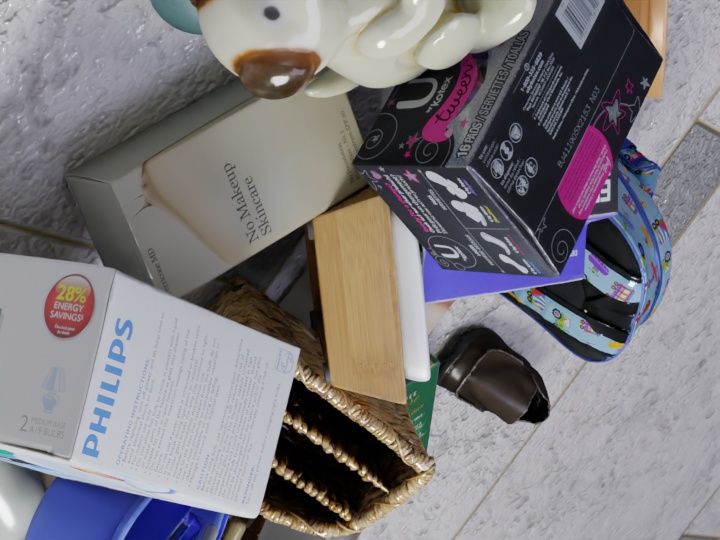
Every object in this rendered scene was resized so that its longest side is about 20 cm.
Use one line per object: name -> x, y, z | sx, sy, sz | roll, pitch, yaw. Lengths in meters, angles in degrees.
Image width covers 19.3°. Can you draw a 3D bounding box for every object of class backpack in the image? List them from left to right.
backpack -> 0.196, -0.029, 1.864 | 0.134, 0.200, 0.183 | -25, 144, -35

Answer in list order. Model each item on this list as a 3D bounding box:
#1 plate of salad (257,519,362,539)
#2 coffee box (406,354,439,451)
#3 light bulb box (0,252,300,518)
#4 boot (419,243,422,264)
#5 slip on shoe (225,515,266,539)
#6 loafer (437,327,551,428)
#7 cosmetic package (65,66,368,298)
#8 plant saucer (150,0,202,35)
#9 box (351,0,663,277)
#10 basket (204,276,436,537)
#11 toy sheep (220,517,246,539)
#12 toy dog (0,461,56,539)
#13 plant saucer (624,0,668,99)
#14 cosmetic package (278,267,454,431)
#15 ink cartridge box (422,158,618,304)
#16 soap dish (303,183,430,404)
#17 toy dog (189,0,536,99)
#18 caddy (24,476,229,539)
plate of salad -> -0.035, 0.226, 1.819 | 0.048, 0.200, 0.201 | 31, 102, -21
coffee box -> 0.012, 0.165, 2.013 | 0.123, 0.044, 0.201 | -33, 149, -27
light bulb box -> -0.184, 0.074, 1.412 | 0.200, 0.197, 0.126 | 25, 75, -52
boot -> 0.088, -0.109, 1.687 | 0.204, 0.073, 0.155 | -68, 172, -52
slip on shoe -> -0.142, 0.254, 1.900 | 0.200, 0.076, 0.060 | -44, -161, -32
loafer -> 0.142, 0.110, 2.097 | 0.073, 0.071, 0.200 | -53, 152, 10
cosmetic package -> -0.097, -0.066, 1.504 | 0.199, 0.073, 0.104 | -34, 114, -28
plant saucer -> -0.057, -0.235, 1.428 | 0.200, 0.036, 0.201 | -35, 149, -24
box -> 0.105, -0.114, 1.499 | 0.132, 0.114, 0.201 | 47, 59, -36
basket -> -0.062, 0.128, 1.662 | 0.200, 0.149, 0.143 | 37, 99, -17
toy sheep -> -0.170, 0.247, 1.772 | 0.199, 0.138, 0.138 | 28, 105, -30
toy dog -> -0.266, 0.158, 1.562 | 0.132, 0.096, 0.200 | -47, 152, -2
plant saucer -> 0.228, -0.240, 1.713 | 0.200, 0.037, 0.202 | 2, 90, -85
cosmetic package -> -0.004, 0.041, 1.790 | 0.200, 0.087, 0.103 | -52, 151, 8
ink cartridge box -> 0.125, -0.080, 1.633 | 0.197, 0.043, 0.202 | -9, 102, -44
soap dish -> 0.000, 0.000, 1.613 | 0.081, 0.200, 0.159 | -7, 104, -4
toy dog -> -0.021, -0.184, 1.393 | 0.199, 0.140, 0.194 | -14, 165, -46
caddy -> -0.161, 0.195, 1.584 | 0.200, 0.104, 0.142 | -52, 153, -41
